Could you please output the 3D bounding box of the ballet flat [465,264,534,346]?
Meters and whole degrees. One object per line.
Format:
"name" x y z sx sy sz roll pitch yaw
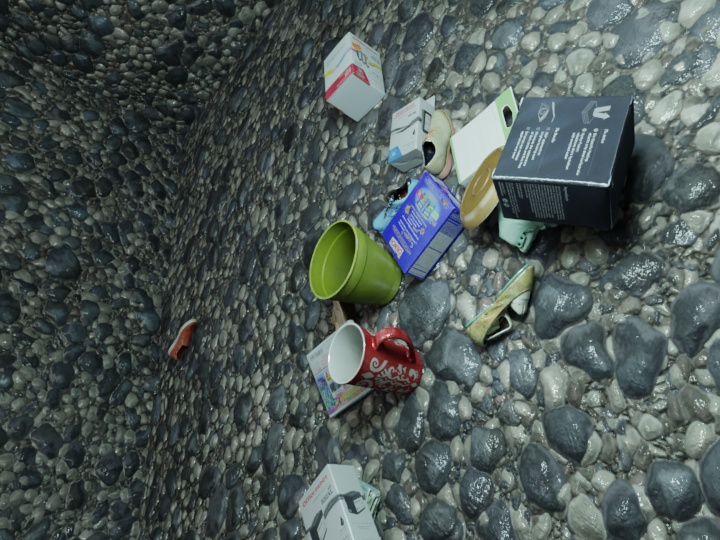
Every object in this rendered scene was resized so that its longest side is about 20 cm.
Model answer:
"ballet flat" 0.295 0.078 1.152 0.201 0.070 0.072 -50 39 25

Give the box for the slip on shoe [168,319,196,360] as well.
"slip on shoe" -0.765 0.301 2.488 0.061 0.074 0.203 34 97 19

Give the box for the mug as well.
"mug" 0.052 0.209 1.291 0.175 0.197 0.137 -10 64 50

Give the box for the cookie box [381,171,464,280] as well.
"cookie box" 0.157 -0.110 1.414 0.202 0.074 0.173 -53 38 22

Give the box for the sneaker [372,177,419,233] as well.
"sneaker" 0.092 -0.181 1.526 0.200 0.088 0.080 -44 42 33

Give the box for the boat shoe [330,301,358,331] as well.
"boat shoe" -0.052 0.133 1.580 0.069 0.073 0.203 -41 44 25

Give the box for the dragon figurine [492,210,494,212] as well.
"dragon figurine" 0.333 -0.211 1.239 0.203 0.058 0.100 -61 36 15

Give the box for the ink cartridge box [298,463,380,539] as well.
"ink cartridge box" -0.050 0.563 1.275 0.147 0.082 0.202 -55 38 23

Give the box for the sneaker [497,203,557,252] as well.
"sneaker" 0.367 -0.091 1.144 0.197 0.073 0.121 18 124 36

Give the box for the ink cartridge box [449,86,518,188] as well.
"ink cartridge box" 0.301 -0.307 1.340 0.199 0.047 0.149 -35 47 39

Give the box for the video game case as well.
"video game case" -0.050 0.261 1.508 0.199 0.023 0.185 -41 64 34

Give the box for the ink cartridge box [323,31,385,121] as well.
"ink cartridge box" -0.022 -0.630 1.860 0.144 0.143 0.205 -35 48 38

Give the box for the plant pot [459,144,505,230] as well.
"plant pot" 0.266 -0.183 1.221 0.203 0.027 0.201 -60 11 19

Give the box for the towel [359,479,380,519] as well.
"towel" -0.038 0.580 1.360 0.198 0.047 0.176 2 74 54

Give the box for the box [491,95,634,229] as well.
"box" 0.359 -0.193 1.005 0.196 0.118 0.200 10 61 33

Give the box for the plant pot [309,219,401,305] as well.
"plant pot" 0.000 0.000 1.473 0.198 0.190 0.206 -28 52 43

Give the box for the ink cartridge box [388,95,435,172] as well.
"ink cartridge box" 0.143 -0.392 1.582 0.115 0.067 0.206 -19 58 48

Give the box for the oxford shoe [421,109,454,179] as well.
"oxford shoe" 0.196 -0.339 1.477 0.070 0.073 0.206 -25 54 44
